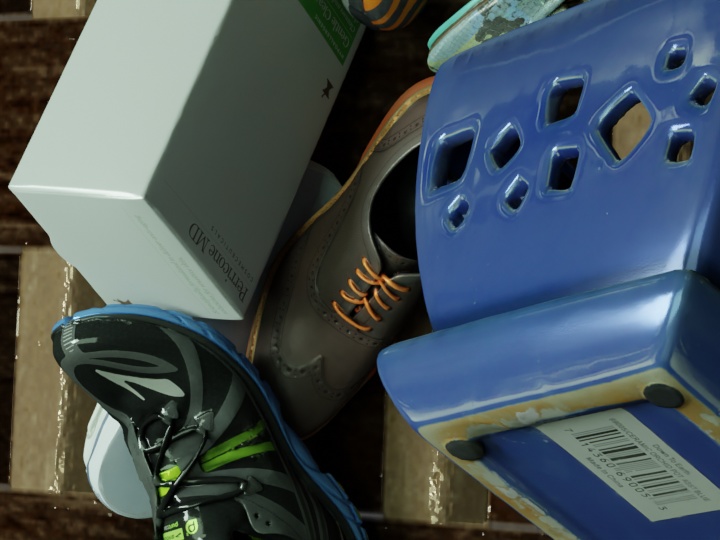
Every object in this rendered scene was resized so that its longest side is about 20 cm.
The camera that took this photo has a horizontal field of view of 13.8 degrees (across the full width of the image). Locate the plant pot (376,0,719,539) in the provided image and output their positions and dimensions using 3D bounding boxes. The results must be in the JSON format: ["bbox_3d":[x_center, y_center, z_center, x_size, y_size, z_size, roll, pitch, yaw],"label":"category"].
[{"bbox_3d":[0.135,0.013,1.218,0.199,0.200,0.181,-15,46,45],"label":"plant pot"}]

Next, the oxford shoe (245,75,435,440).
[{"bbox_3d":[0.000,0.000,1.418,0.071,0.073,0.201,26,104,-8],"label":"oxford shoe"}]

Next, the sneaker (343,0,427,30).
[{"bbox_3d":[0.068,-0.192,1.389,0.112,0.077,0.201,31,103,31],"label":"sneaker"}]

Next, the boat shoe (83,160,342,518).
[{"bbox_3d":[-0.081,0.026,1.484,0.201,0.073,0.065,-55,28,2],"label":"boat shoe"}]

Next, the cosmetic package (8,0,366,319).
[{"bbox_3d":[-0.076,-0.088,1.418,0.084,0.108,0.201,3,60,32],"label":"cosmetic package"}]

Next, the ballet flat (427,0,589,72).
[{"bbox_3d":[0.117,-0.133,1.370,0.200,0.074,0.075,-38,68,26],"label":"ballet flat"}]

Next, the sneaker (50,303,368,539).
[{"bbox_3d":[-0.073,0.095,1.413,0.071,0.083,0.200,-24,112,42],"label":"sneaker"}]
